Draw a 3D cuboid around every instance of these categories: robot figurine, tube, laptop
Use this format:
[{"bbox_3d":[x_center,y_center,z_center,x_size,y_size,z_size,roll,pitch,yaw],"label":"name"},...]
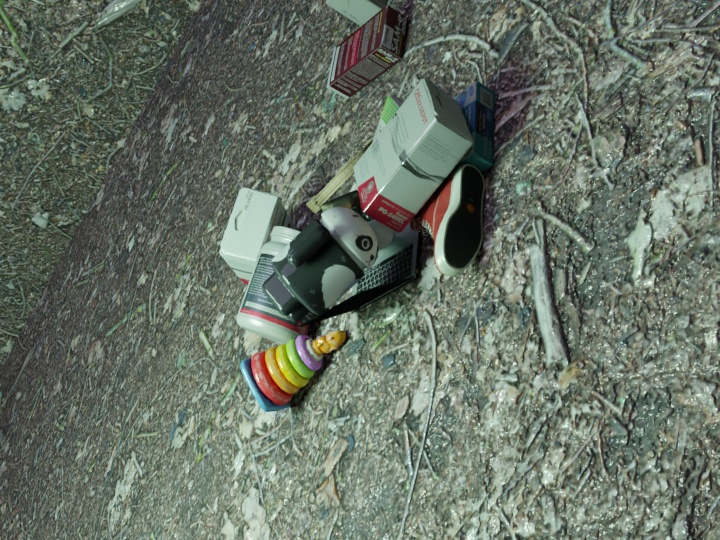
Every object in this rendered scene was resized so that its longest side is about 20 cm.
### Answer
[{"bbox_3d":[-0.062,-0.009,1.559,0.200,0.125,0.150,-43,13,1],"label":"robot figurine"},{"bbox_3d":[0.012,-0.058,1.710,0.077,0.050,0.200,-45,7,-10],"label":"tube"},{"bbox_3d":[0.000,0.000,1.655,0.187,0.115,0.202,-29,45,47],"label":"laptop"}]

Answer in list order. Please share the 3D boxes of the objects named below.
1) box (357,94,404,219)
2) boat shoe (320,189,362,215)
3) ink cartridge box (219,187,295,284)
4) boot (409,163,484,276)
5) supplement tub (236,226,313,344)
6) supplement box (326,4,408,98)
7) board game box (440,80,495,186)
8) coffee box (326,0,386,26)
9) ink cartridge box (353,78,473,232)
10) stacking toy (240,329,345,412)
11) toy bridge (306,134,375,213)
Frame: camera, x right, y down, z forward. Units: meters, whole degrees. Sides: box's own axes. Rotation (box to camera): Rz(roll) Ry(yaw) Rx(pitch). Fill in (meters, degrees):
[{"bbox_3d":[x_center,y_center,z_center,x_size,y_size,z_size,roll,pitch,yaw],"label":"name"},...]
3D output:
[{"bbox_3d":[0.046,-0.205,1.748,0.145,0.036,0.202,-111,37,-67],"label":"box"},{"bbox_3d":[-0.026,-0.098,1.774,0.075,0.075,0.200,-23,0,-1],"label":"boat shoe"},{"bbox_3d":[-0.206,-0.061,1.971,0.200,0.082,0.147,68,-143,-71],"label":"ink cartridge box"},{"bbox_3d":[0.125,-0.059,1.541,0.144,0.072,0.202,-32,35,46],"label":"boot"},{"bbox_3d":[-0.143,0.032,1.845,0.140,0.139,0.202,4,72,60],"label":"supplement tub"},{"bbox_3d":[0.013,-0.457,2.038,0.199,0.060,0.110,-25,48,51],"label":"supplement box"},{"bbox_3d":[0.143,-0.205,1.641,0.199,0.047,0.153,-32,43,46],"label":"board game box"},{"bbox_3d":[0.001,-0.663,2.161,0.080,0.112,0.202,-27,47,48],"label":"coffee box"},{"bbox_3d":[0.083,-0.187,1.568,0.200,0.083,0.146,-50,27,26],"label":"ink cartridge box"},{"bbox_3d":[-0.109,0.161,1.745,0.199,0.116,0.111,-34,76,18],"label":"stacking toy"},{"bbox_3d":[-0.022,-0.191,1.833,0.200,0.027,0.067,-47,5,-19],"label":"toy bridge"}]
